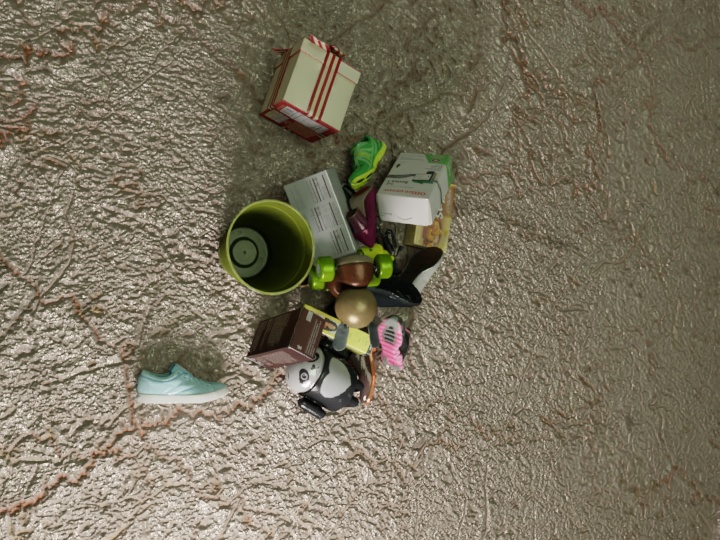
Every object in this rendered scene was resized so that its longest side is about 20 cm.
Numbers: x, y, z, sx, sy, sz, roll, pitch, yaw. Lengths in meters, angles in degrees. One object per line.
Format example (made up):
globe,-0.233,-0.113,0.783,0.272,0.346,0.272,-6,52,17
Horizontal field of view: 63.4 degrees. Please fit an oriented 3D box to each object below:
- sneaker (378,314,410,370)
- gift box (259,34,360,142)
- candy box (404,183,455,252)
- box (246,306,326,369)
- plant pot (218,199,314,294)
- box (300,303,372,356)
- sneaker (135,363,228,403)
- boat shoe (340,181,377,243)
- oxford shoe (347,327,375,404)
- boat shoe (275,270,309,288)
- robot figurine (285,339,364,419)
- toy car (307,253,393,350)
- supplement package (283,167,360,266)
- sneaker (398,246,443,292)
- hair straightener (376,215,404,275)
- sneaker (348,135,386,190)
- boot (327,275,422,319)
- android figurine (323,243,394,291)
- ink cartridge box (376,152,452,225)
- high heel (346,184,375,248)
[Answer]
sneaker,0.098,0.172,1.532,0.095,0.079,0.201,-47,151,-31
gift box,-0.128,-0.444,1.398,0.199,0.184,0.188,26,77,-33
candy box,0.197,-0.158,1.647,0.115,0.055,0.202,14,81,-29
box,-0.171,0.157,1.329,0.075,0.200,0.101,32,60,-25
plant pot,-0.232,-0.047,1.315,0.199,0.193,0.202,1,88,-29
box,-0.064,0.150,1.445,0.199,0.075,0.050,26,74,-9
sneaker,-0.387,0.246,1.283,0.199,0.074,0.083,4,89,-31
boat shoe,-0.006,-0.148,1.525,0.073,0.062,0.200,-47,110,-23
oxford shoe,0.000,0.247,1.519,0.072,0.071,0.202,2,80,-13
boat shoe,-0.130,0.011,1.443,0.199,0.069,0.074,-9,93,-30
robot figurine,-0.087,0.266,1.424,0.199,0.151,0.125,34,112,-24
toy car,-0.016,0.074,1.284,0.163,0.158,0.202,-3,77,-18
supplement package,-0.087,-0.133,1.408,0.110,0.156,0.201,-18,100,8
sneaker,0.153,0.016,1.585,0.200,0.073,0.085,-42,148,-23
hair straightener,0.077,-0.058,1.560,0.077,0.041,0.201,-31,116,-28
sneaker,0.002,-0.282,1.519,0.083,0.074,0.201,32,45,-7
boot,0.033,0.084,1.483,0.199,0.168,0.077,16,44,-28
android figurine,0.000,0.000,1.462,0.199,0.182,0.041,-15,64,-35
ink cartridge box,0.143,-0.215,1.516,0.201,0.145,0.085,-62,150,-41
high heel,0.015,-0.136,1.440,0.096,0.067,0.200,57,31,-23
